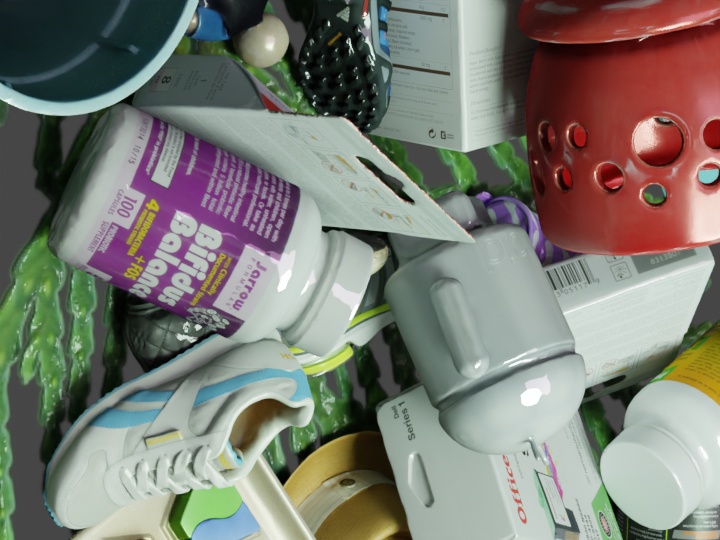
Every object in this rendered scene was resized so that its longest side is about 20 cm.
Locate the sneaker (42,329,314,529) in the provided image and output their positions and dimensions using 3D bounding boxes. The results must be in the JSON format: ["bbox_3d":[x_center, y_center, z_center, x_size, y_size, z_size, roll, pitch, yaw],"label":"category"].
[{"bbox_3d":[-0.126,0.116,1.583,0.199,0.081,0.077,-35,142,-3],"label":"sneaker"}]

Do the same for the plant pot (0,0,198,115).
[{"bbox_3d":[-0.225,-0.203,1.366,0.199,0.195,0.202,-12,108,-41],"label":"plant pot"}]

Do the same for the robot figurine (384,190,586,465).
[{"bbox_3d":[0.090,0.045,1.661,0.201,0.112,0.169,66,19,10],"label":"robot figurine"}]

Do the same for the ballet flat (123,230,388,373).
[{"bbox_3d":[-0.073,0.017,1.636,0.199,0.066,0.057,-18,111,-16],"label":"ballet flat"}]

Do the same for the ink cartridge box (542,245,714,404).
[{"bbox_3d":[0.184,0.044,1.841,0.162,0.057,0.200,-19,159,-12],"label":"ink cartridge box"}]

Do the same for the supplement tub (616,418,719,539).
[{"bbox_3d":[0.280,0.226,2.009,0.122,0.122,0.202,-10,107,-42],"label":"supplement tub"}]

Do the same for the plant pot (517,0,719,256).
[{"bbox_3d":[0.210,-0.125,1.639,0.200,0.200,0.184,-27,115,-37],"label":"plant pot"}]

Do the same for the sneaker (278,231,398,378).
[{"bbox_3d":[0.000,0.000,1.722,0.200,0.074,0.081,-40,121,-33],"label":"sneaker"}]

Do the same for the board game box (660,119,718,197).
[{"bbox_3d":[0.302,-0.153,1.995,0.151,0.047,0.201,-43,126,-29],"label":"board game box"}]

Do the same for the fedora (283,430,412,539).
[{"bbox_3d":[0.010,0.222,1.771,0.200,0.082,0.202,-13,109,-42],"label":"fedora"}]

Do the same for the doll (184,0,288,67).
[{"bbox_3d":[-0.097,-0.223,1.590,0.137,0.048,0.201,-51,130,-31],"label":"doll"}]

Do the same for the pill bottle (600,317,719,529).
[{"bbox_3d":[0.282,0.120,1.876,0.200,0.111,0.112,-37,123,-37],"label":"pill bottle"}]

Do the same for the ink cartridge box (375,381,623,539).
[{"bbox_3d":[0.111,0.166,1.787,0.200,0.084,0.146,21,46,-56],"label":"ink cartridge box"}]

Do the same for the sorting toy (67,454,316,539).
[{"bbox_3d":[-0.113,0.231,1.643,0.200,0.036,0.186,-38,103,-28],"label":"sorting toy"}]

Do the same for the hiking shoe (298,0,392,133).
[{"bbox_3d":[0.001,-0.186,1.654,0.087,0.074,0.201,-52,151,-36],"label":"hiking shoe"}]

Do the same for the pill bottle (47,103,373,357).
[{"bbox_3d":[-0.096,-0.020,1.539,0.199,0.112,0.113,25,81,-13],"label":"pill bottle"}]

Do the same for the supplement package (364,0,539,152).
[{"bbox_3d":[0.073,-0.202,1.710,0.121,0.119,0.202,-16,111,-40],"label":"supplement package"}]

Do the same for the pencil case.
[{"bbox_3d":[0.162,0.007,1.875,0.200,0.084,0.086,28,45,-46],"label":"pencil case"}]

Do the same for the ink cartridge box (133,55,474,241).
[{"bbox_3d":[-0.032,-0.083,1.567,0.162,0.199,0.057,40,62,-42],"label":"ink cartridge box"}]
